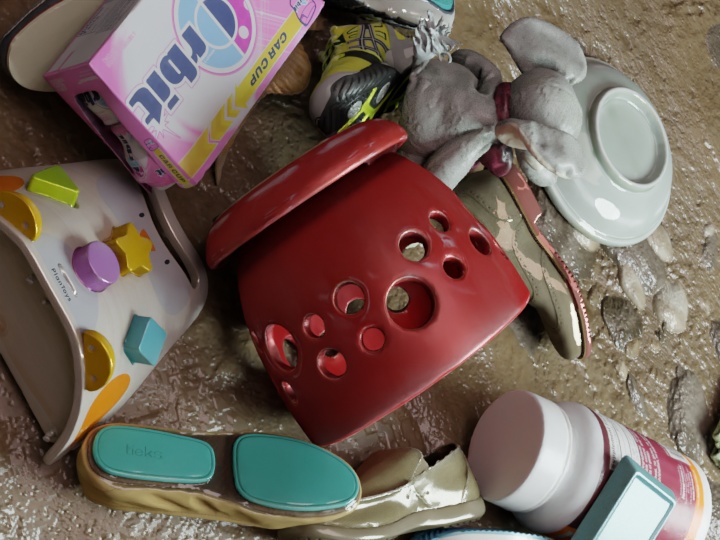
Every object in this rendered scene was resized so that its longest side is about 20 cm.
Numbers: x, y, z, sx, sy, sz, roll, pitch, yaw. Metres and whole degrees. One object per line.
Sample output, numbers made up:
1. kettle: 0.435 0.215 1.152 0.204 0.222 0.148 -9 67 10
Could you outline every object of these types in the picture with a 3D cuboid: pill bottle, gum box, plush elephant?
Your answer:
1. pill bottle: 0.196 0.182 1.010 0.199 0.114 0.115 26 63 -27
2. gum box: -0.124 -0.163 0.841 0.114 0.066 0.201 49 58 -31
3. plush elephant: 0.114 -0.121 0.968 0.153 0.201 0.166 14 57 7

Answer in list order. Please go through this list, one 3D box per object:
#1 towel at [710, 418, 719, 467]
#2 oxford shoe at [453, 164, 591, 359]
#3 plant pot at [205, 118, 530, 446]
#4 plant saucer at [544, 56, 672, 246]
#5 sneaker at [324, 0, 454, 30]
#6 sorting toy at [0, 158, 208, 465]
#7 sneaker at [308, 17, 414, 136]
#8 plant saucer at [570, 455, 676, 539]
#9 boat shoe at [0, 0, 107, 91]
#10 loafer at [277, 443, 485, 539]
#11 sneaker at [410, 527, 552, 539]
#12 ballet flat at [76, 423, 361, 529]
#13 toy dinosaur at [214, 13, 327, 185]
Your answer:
1. towel: 0.450 0.194 1.238 0.200 0.036 0.149 46 56 -16
2. oxford shoe: 0.143 0.001 1.067 0.074 0.070 0.202 -29 94 -13
3. plant pot: 0.000 0.000 0.872 0.200 0.200 0.184 -33 91 -37
4. plant saucer: 0.258 -0.127 1.185 0.198 0.050 0.203 12 69 -33
5. sneaker: 0.008 -0.262 1.019 0.199 0.077 0.081 3 100 -45
6. sorting toy: -0.182 -0.003 0.820 0.202 0.106 0.180 62 33 -5
7. sneaker: -0.008 -0.160 0.971 0.076 0.076 0.200 34 26 5
8. plant saucer: 0.185 0.251 0.945 0.070 0.019 0.201 37 85 -27
9. boat shoe: -0.195 -0.199 0.875 0.062 0.072 0.200 30 52 25
10. loafer: 0.015 0.174 0.911 0.199 0.076 0.068 2 74 -45
11. sneaker: 0.126 0.258 0.963 0.198 0.076 0.082 21 73 -25
12. ballet flat: -0.099 0.146 0.820 0.198 0.063 0.069 13 47 -14
13. toy dinosaur: -0.085 -0.175 0.947 0.101 0.058 0.201 42 57 -20
